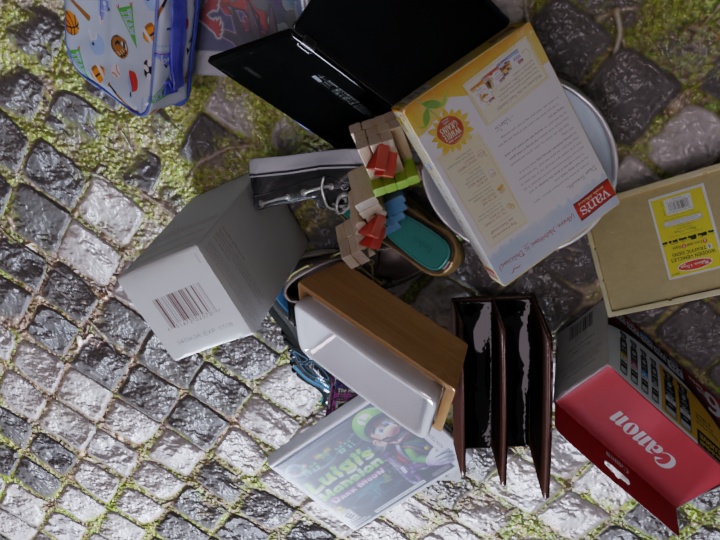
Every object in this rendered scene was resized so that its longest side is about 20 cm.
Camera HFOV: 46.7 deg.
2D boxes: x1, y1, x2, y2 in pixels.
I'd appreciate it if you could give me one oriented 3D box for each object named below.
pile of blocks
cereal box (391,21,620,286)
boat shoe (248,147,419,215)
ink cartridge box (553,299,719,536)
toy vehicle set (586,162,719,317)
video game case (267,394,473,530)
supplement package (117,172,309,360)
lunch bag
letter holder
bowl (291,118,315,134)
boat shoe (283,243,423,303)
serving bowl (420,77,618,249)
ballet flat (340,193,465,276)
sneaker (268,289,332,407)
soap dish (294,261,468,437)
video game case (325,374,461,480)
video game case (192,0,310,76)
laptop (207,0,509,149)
[{"bbox_3d":[0.024,-0.066,0.833,0.082,0.062,0.201,-3,142,-12],"label":"pile of blocks"},{"bbox_3d":[0.139,-0.106,0.779,0.144,0.040,0.201,-34,110,-5],"label":"cereal box"},{"bbox_3d":[-0.030,-0.093,0.893,0.198,0.074,0.069,-2,94,18],"label":"boat shoe"},{"bbox_3d":[0.314,0.161,0.928,0.200,0.176,0.084,40,123,-10],"label":"ink cartridge box"},{"bbox_3d":[0.332,-0.034,0.837,0.199,0.026,0.125,-16,84,35],"label":"toy vehicle set"},{"bbox_3d":[0.015,0.238,1.060,0.200,0.023,0.182,-35,122,16],"label":"video game case"},{"bbox_3d":[-0.158,-0.012,0.948,0.116,0.200,0.118,-20,113,27],"label":"supplement package"},{"bbox_3d":[-0.233,-0.265,0.865,0.160,0.075,0.201,33,131,23],"label":"lunch bag"},{"bbox_3d":[0.160,0.146,0.951,0.100,0.142,0.201,-3,109,2],"label":"letter holder"},{"bbox_3d":[-0.010,-0.232,0.865,0.199,0.039,0.202,8,122,12],"label":"bowl"},{"bbox_3d":[0.000,0.000,0.993,0.199,0.060,0.072,-10,118,22],"label":"boat shoe"},{"bbox_3d":[0.166,-0.117,0.867,0.199,0.066,0.201,8,122,13],"label":"serving bowl"},{"bbox_3d":[0.035,-0.060,0.937,0.200,0.063,0.069,42,109,20],"label":"ballet flat"},{"bbox_3d":[-0.069,0.100,1.068,0.082,0.073,0.200,-28,109,28],"label":"sneaker"},{"bbox_3d":[0.024,0.087,0.921,0.199,0.081,0.158,33,158,15],"label":"soap dish"},{"bbox_3d":[0.051,0.199,1.076,0.199,0.036,0.182,2,125,-10],"label":"video game case"},{"bbox_3d":[-0.124,-0.294,0.833,0.181,0.023,0.201,10,119,29],"label":"video game case"},{"bbox_3d":[-0.001,-0.216,0.788,0.199,0.117,0.187,-1,158,46],"label":"laptop"}]
